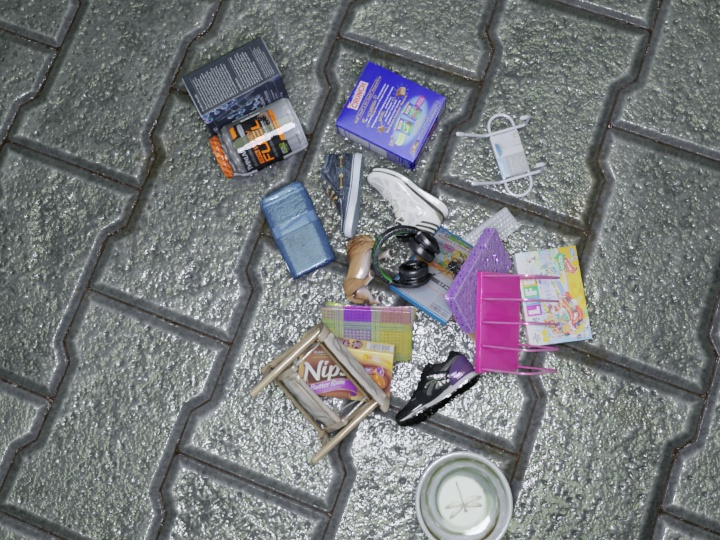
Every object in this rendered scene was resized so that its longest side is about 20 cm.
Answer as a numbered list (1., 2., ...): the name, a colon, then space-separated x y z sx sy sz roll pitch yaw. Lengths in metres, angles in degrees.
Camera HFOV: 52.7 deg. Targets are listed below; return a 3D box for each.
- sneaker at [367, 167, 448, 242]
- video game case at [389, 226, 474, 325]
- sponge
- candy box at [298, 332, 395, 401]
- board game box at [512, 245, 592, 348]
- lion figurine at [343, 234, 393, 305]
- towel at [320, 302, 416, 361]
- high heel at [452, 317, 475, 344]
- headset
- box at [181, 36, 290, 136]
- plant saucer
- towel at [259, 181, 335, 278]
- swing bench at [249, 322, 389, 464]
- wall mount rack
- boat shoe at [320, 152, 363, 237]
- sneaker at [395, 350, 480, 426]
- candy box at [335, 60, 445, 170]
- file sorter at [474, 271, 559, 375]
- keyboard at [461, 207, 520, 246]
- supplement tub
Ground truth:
1. sneaker: 0.084 -0.137 1.579 0.199 0.076 0.116 31 67 6
2. video game case: 0.174 0.007 1.540 0.142 0.018 0.200 33 59 16
3. sponge: 0.245 0.020 1.499 0.030 0.112 0.201 6 51 41
4. candy box: -0.031 0.205 1.519 0.197 0.057 0.119 7 109 3
5. board game box: 0.410 0.056 1.556 0.132 0.034 0.203 -8 79 2
6. lion figurine: 0.000 0.000 1.527 0.121 0.073 0.202 -14 42 40
7. towel: 0.018 0.130 1.531 0.197 0.023 0.145 1 122 4
8. high heel: 0.210 0.112 1.537 0.197 0.068 0.097 18 70 3
9. headset: 0.117 -0.024 1.477 0.197 0.094 0.125 15 107 -13
10. box: -0.273 -0.402 1.624 0.198 0.149 0.108 -28 79 -2
11. plant saucer: 0.209 0.471 1.481 0.197 0.050 0.204 0 80 2
12. towel: -0.139 -0.089 1.608 0.110 0.049 0.202 -24 78 -1
13. swing bench: -0.075 0.232 1.441 0.199 0.130 0.200 -39 99 12
14. wall mount rack: 0.306 -0.258 1.601 0.171 0.075 0.203 -15 78 0
15. boat shoe: -0.046 -0.167 1.607 0.089 0.071 0.203 3 68 8
16. sneaker: 0.147 0.247 1.527 0.199 0.076 0.088 -32 64 -7
17. candy box: 0.068 -0.347 1.631 0.198 0.077 0.171 28 83 7
18. file sorter: 0.322 0.106 1.462 0.124 0.138 0.204 -1 87 46
19. keyboard: 0.257 -0.061 1.599 0.199 0.011 0.057 -36 79 -4
20. supplement tub: -0.226 -0.289 1.613 0.198 0.123 0.124 -26 79 -1
